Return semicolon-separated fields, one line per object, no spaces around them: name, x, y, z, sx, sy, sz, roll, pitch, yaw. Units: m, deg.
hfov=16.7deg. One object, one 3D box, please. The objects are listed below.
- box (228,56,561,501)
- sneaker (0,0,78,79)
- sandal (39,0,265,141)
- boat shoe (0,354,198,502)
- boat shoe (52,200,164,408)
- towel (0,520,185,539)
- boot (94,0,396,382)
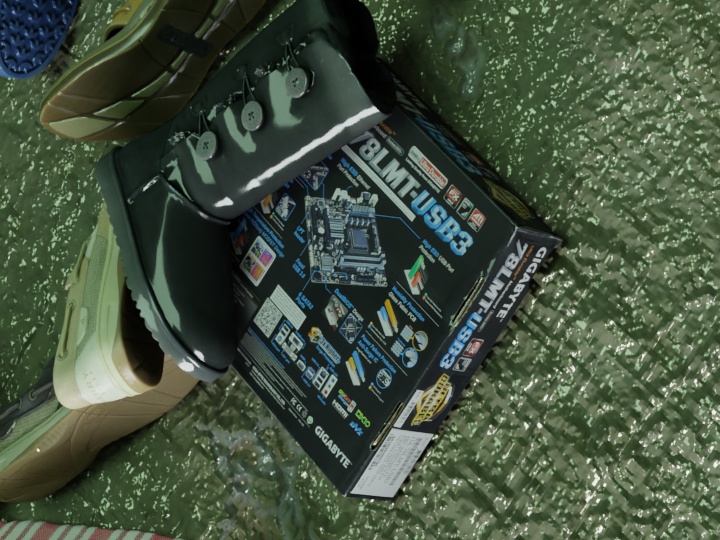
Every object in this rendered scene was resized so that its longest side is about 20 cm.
box;0.000;0.000;1.476;0.200;0.050;0.199;46;111;37
sneaker;-0.240;-0.229;1.719;0.078;0.070;0.201;0;76;45
sandal;-0.132;-0.156;1.606;0.200;0.080;0.054;-44;41;25
boat shoe;-0.179;0.080;1.604;0.200;0.072;0.065;-38;58;31
boat shoe;-0.157;0.009;1.549;0.065;0.072;0.201;-22;37;19
towel;-0.213;0.222;1.585;0.199;0.030;0.146;0;39;41
boot;-0.055;-0.051;1.471;0.200;0.066;0.166;-33;71;23
